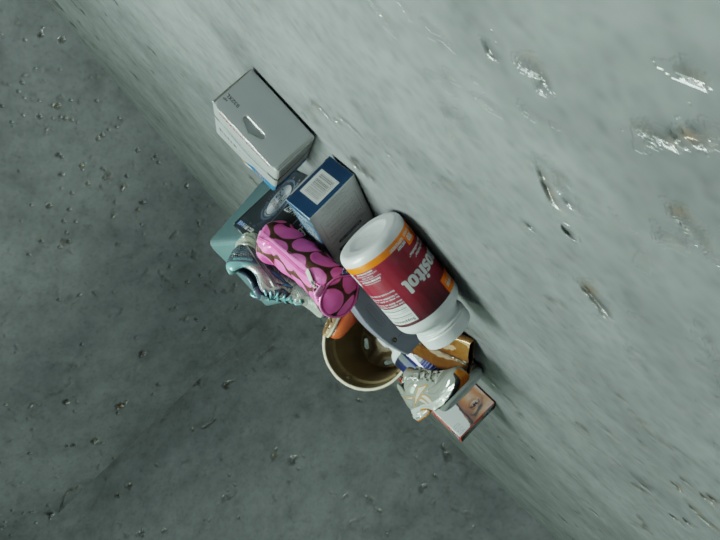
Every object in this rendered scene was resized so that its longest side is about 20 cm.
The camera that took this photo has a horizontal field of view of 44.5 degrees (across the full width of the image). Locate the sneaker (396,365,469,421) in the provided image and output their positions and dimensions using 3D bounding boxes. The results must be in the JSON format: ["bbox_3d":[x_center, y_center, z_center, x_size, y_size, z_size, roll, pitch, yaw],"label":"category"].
[{"bbox_3d":[0.122,0.209,1.614,0.092,0.076,0.200,49,146,5],"label":"sneaker"}]

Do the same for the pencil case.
[{"bbox_3d":[-0.089,-0.008,1.384,0.094,0.091,0.200,2,-156,-44],"label":"pencil case"}]

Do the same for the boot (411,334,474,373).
[{"bbox_3d":[0.117,0.098,1.604,0.200,0.068,0.188,27,130,33],"label":"boot"}]

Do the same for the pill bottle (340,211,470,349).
[{"bbox_3d":[0.072,0.019,1.307,0.200,0.113,0.113,48,172,-20],"label":"pill bottle"}]

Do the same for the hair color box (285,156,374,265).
[{"bbox_3d":[-0.039,-0.085,1.407,0.061,0.100,0.200,40,170,27],"label":"hair color box"}]

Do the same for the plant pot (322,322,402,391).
[{"bbox_3d":[0.036,0.161,1.972,0.200,0.200,0.183,45,-170,12],"label":"plant pot"}]

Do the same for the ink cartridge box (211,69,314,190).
[{"bbox_3d":[-0.157,-0.219,1.409,0.145,0.084,0.200,47,172,-3],"label":"ink cartridge box"}]

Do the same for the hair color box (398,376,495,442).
[{"bbox_3d":[0.190,0.269,1.957,0.200,0.111,0.064,43,172,21],"label":"hair color box"}]

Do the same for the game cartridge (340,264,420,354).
[{"bbox_3d":[0.048,0.039,1.459,0.200,0.133,0.042,50,170,-25],"label":"game cartridge"}]

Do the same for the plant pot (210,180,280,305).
[{"bbox_3d":[-0.143,-0.060,1.791,0.196,0.196,0.200,50,153,-25],"label":"plant pot"}]

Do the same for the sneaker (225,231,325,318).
[{"bbox_3d":[-0.143,0.028,1.495,0.200,0.086,0.078,37,151,-4],"label":"sneaker"}]

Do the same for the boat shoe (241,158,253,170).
[{"bbox_3d":[-0.189,-0.224,1.637,0.069,0.071,0.200,52,179,-44],"label":"boat shoe"}]

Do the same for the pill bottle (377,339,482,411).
[{"bbox_3d":[0.134,0.172,1.742,0.200,0.116,0.116,44,172,16],"label":"pill bottle"}]

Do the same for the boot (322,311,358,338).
[{"bbox_3d":[0.021,0.057,1.503,0.107,0.200,0.075,41,155,-2],"label":"boot"}]

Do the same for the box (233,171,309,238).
[{"bbox_3d":[-0.136,-0.102,1.614,0.044,0.160,0.200,50,172,-28],"label":"box"}]
